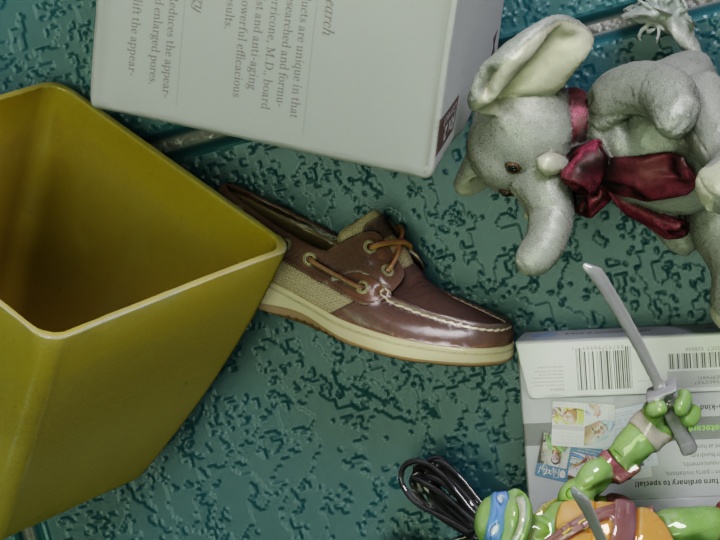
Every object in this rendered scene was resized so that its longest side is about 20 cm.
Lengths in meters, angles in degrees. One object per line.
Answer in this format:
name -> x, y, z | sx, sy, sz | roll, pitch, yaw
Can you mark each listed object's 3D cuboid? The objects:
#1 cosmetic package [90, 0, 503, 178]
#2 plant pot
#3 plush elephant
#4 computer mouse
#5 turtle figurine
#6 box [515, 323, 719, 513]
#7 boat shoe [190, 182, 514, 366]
cosmetic package -> -0.026, -0.172, 1.541 | 0.199, 0.165, 0.166 | 12, 118, 10
plant pot -> -0.194, 0.033, 1.601 | 0.200, 0.200, 0.177 | 35, 124, 27
plush elephant -> 0.129, -0.063, 1.547 | 0.154, 0.165, 0.201 | -17, 66, 0
computer mouse -> 0.045, 0.223, 1.648 | 0.140, 0.046, 0.201 | 36, 105, 28
turtle figurine -> 0.171, 0.138, 1.509 | 0.193, 0.144, 0.201 | 18, 116, -12
box -> 0.175, 0.133, 1.623 | 0.155, 0.041, 0.201 | -3, 97, 13
boat shoe -> 0.000, 0.000, 1.630 | 0.199, 0.072, 0.072 | 19, 103, 16
